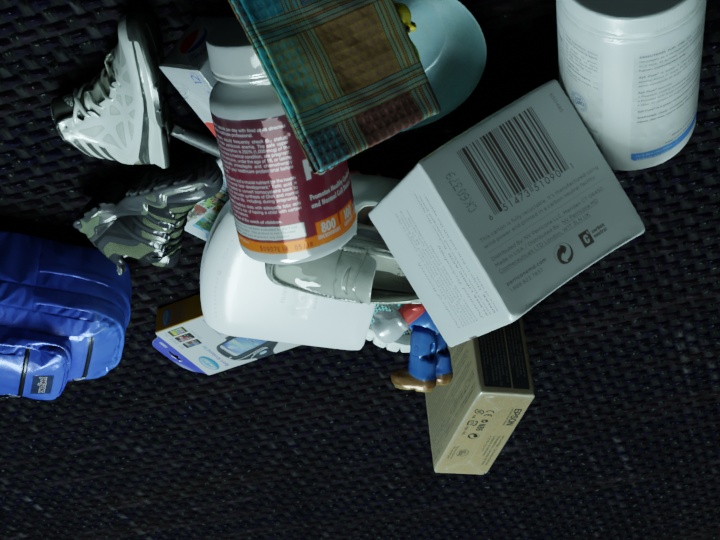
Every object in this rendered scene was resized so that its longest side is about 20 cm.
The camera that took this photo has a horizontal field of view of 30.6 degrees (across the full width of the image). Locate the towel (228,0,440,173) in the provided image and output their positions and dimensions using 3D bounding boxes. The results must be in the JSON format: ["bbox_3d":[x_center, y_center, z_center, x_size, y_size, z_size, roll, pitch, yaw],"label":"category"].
[{"bbox_3d":[-0.025,-0.199,1.096,0.146,0.202,0.022,-29,-175,-28],"label":"towel"}]

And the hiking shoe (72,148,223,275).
[{"bbox_3d":[-0.207,-0.059,1.392,0.198,0.076,0.101,-17,122,35],"label":"hiking shoe"}]

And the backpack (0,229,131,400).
[{"bbox_3d":[-0.361,0.059,1.491,0.197,0.170,0.163,6,151,-16],"label":"backpack"}]

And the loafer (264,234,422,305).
[{"bbox_3d":[0.000,0.000,1.360,0.196,0.070,0.071,0,114,-8],"label":"loafer"}]

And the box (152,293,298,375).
[{"bbox_3d":[-0.157,0.068,1.617,0.197,0.042,0.119,-17,141,24],"label":"box"}]

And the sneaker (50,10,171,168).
[{"bbox_3d":[-0.244,-0.166,1.258,0.113,0.077,0.202,-1,147,-4],"label":"sneaker"}]

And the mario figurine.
[{"bbox_3d":[0.064,0.026,1.476,0.104,0.124,0.204,4,100,-3],"label":"mario figurine"}]

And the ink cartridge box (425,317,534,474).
[{"bbox_3d":[0.139,0.130,1.603,0.074,0.167,0.201,5,145,-12],"label":"ink cartridge box"}]

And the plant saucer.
[{"bbox_3d":[0.020,-0.210,1.240,0.197,0.039,0.202,0,144,0],"label":"plant saucer"}]

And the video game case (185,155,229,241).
[{"bbox_3d":[-0.095,-0.070,1.443,0.199,0.022,0.181,27,135,-35],"label":"video game case"}]

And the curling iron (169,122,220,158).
[{"bbox_3d":[-0.105,-0.102,1.341,0.198,0.050,0.025,29,141,-26],"label":"curling iron"}]

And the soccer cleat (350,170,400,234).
[{"bbox_3d":[0.073,-0.069,1.386,0.196,0.078,0.070,-5,136,-8],"label":"soccer cleat"}]

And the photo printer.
[{"bbox_3d":[-0.075,0.002,1.438,0.197,0.070,0.168,8,126,-13],"label":"photo printer"}]

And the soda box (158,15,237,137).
[{"bbox_3d":[-0.102,-0.148,1.259,0.063,0.069,0.200,13,152,43],"label":"soda box"}]

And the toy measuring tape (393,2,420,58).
[{"bbox_3d":[0.005,-0.155,1.203,0.073,0.074,0.201,13,130,-20],"label":"toy measuring tape"}]

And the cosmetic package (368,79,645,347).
[{"bbox_3d":[0.133,-0.048,1.259,0.164,0.166,0.200,-31,178,-16],"label":"cosmetic package"}]

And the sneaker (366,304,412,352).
[{"bbox_3d":[0.023,0.035,1.551,0.197,0.078,0.092,13,138,-22],"label":"sneaker"}]

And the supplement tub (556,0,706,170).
[{"bbox_3d":[0.242,-0.199,1.184,0.130,0.134,0.201,-5,144,5],"label":"supplement tub"}]

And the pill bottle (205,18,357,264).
[{"bbox_3d":[-0.071,-0.119,1.169,0.112,0.115,0.203,-7,117,7],"label":"pill bottle"}]
